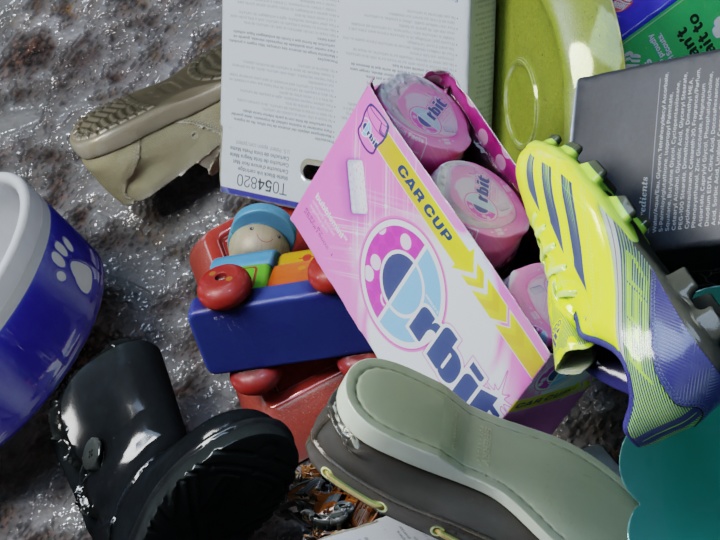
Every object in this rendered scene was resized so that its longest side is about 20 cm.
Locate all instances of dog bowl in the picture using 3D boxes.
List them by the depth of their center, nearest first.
[{"bbox_3d":[-0.264,0.037,1.377,0.199,0.079,0.201,-33,31,23],"label":"dog bowl"}]

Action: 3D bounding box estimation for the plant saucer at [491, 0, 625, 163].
[{"bbox_3d":[0.109,-0.102,1.275,0.031,0.201,0.201,-3,49,-16],"label":"plant saucer"}]

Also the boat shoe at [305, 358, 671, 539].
[{"bbox_3d":[0.068,0.117,1.082,0.061,0.200,0.072,-54,10,38],"label":"boat shoe"}]

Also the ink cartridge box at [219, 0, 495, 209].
[{"bbox_3d":[-0.005,-0.135,1.346,0.198,0.040,0.202,13,108,33],"label":"ink cartridge box"}]

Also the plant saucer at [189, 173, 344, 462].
[{"bbox_3d":[-0.007,0.004,1.354,0.198,0.037,0.201,-28,50,5],"label":"plant saucer"}]

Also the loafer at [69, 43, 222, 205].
[{"bbox_3d":[-0.103,-0.107,1.458,0.198,0.069,0.076,-24,28,-13],"label":"loafer"}]

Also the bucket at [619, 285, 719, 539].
[{"bbox_3d":[0.245,0.101,1.051,0.206,0.134,0.210,-7,80,42],"label":"bucket"}]

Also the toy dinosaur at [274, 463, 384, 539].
[{"bbox_3d":[0.015,0.174,1.194,0.135,0.103,0.199,-38,26,-26],"label":"toy dinosaur"}]

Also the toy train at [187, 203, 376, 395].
[{"bbox_3d":[0.000,0.000,1.290,0.198,0.085,0.116,-9,37,13],"label":"toy train"}]

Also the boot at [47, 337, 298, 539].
[{"bbox_3d":[-0.122,0.102,1.268,0.201,0.076,0.169,-54,42,35],"label":"boot"}]

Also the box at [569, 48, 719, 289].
[{"bbox_3d":[0.230,-0.048,1.117,0.199,0.148,0.108,-7,72,48],"label":"box"}]

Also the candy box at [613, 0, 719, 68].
[{"bbox_3d":[0.208,-0.183,1.323,0.199,0.077,0.169,-38,25,-4],"label":"candy box"}]

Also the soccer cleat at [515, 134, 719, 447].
[{"bbox_3d":[0.116,0.006,1.053,0.084,0.065,0.201,-41,45,9],"label":"soccer cleat"}]

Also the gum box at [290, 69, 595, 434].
[{"bbox_3d":[0.048,-0.003,1.153,0.066,0.114,0.201,-13,59,-38],"label":"gum box"}]

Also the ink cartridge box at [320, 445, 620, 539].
[{"bbox_3d":[0.100,0.191,1.099,0.198,0.041,0.200,-14,43,-28],"label":"ink cartridge box"}]
